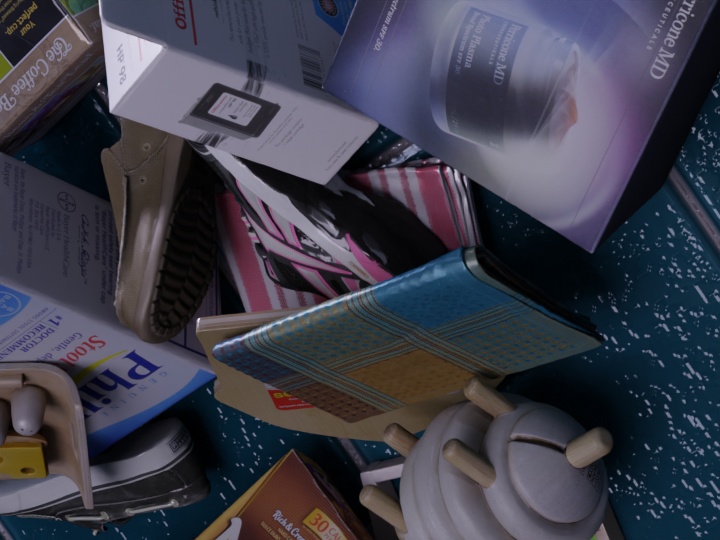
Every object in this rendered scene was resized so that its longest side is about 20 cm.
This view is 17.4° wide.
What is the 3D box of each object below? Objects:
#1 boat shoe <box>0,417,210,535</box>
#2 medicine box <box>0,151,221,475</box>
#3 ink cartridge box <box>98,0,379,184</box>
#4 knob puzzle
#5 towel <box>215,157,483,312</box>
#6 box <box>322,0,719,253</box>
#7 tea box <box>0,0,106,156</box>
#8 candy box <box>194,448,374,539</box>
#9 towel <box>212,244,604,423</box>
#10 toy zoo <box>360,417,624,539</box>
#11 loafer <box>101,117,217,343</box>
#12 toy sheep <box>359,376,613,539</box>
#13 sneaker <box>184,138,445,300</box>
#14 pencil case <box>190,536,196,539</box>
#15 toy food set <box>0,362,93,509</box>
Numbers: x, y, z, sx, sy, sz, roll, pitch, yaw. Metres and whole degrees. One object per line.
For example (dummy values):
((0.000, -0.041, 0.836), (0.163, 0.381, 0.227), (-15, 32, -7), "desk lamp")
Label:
((-0.195, 0.163, 1.722), (0.199, 0.071, 0.064), (-15, 110, 38), "boat shoe")
((-0.225, 0.035, 1.603), (0.199, 0.104, 0.182), (26, 136, -35), "medicine box")
((-0.092, -0.141, 1.437), (0.199, 0.117, 0.067), (18, 135, -32), "ink cartridge box")
((0.000, 0.060, 1.528), (0.219, 0.219, 0.031), (-24, 56, 35), "knob puzzle")
((0.000, 0.000, 1.568), (0.199, 0.030, 0.147), (-5, 111, 32), "towel")
((0.113, -0.155, 1.374), (0.198, 0.123, 0.201), (31, 124, 13), "box")
((-0.256, -0.190, 1.561), (0.200, 0.134, 0.197), (-36, 90, 37), "tea box")
((-0.079, 0.234, 1.617), (0.200, 0.056, 0.117), (-43, 53, 5), "candy box")
((0.029, 0.042, 1.441), (0.199, 0.146, 0.022), (-19, 58, 32), "towel")
((0.082, 0.180, 1.603), (0.199, 0.020, 0.132), (-17, 103, 34), "toy zoo")
((-0.134, -0.050, 1.549), (0.067, 0.076, 0.202), (1, 72, 25), "loafer")
((0.088, 0.139, 1.489), (0.138, 0.138, 0.200), (56, 141, -3), "toy sheep")
((-0.047, -0.033, 1.509), (0.200, 0.080, 0.086), (44, 130, 3), "sneaker")
((-0.087, 0.289, 1.710), (0.200, 0.085, 0.084), (47, 147, 7), "pencil case")
((-0.282, 0.126, 1.587), (0.198, 0.061, 0.144), (-1, 146, -3), "toy food set")
